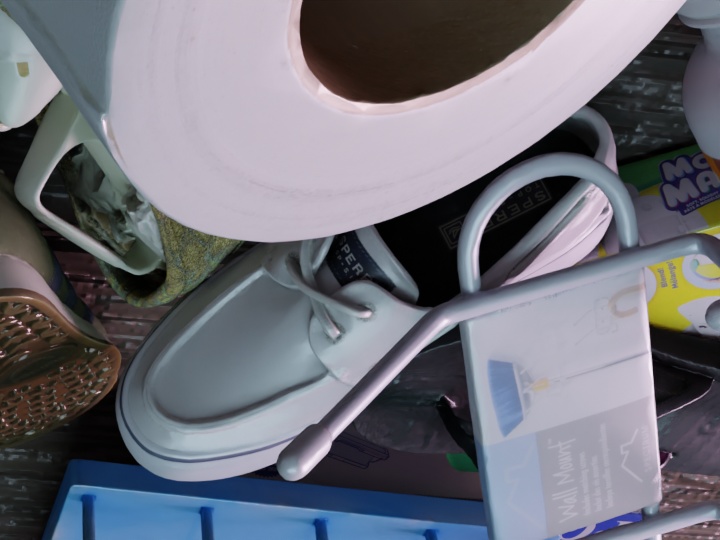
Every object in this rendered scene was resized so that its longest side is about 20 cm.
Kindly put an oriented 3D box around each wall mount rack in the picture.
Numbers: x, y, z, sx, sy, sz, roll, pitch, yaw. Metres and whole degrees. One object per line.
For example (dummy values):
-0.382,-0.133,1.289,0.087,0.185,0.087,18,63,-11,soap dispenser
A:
0.054,0.069,0.733,0.173,0.075,0.201,-17,121,-12,wall mount rack

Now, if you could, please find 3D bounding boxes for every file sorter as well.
-0.030,0.172,0.865,0.199,0.123,0.139,7,138,-17,file sorter

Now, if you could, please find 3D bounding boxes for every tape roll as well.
-0.008,-0.125,0.556,0.202,0.139,0.203,-28,151,-18,tape roll

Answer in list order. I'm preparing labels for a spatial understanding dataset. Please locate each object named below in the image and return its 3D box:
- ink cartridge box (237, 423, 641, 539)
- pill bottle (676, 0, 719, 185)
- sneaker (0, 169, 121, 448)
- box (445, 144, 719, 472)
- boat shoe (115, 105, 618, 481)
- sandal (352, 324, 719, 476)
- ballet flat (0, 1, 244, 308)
0.010,0.106,0.922,0.199,0.044,0.094,5,137,-15,ink cartridge box
0.174,-0.039,0.714,0.112,0.112,0.200,-26,108,17,pill bottle
-0.135,0.000,0.772,0.067,0.090,0.200,-25,167,-6,sneaker
0.116,0.012,0.841,0.199,0.048,0.118,-17,137,4,box
0.000,0.000,0.758,0.200,0.074,0.065,-35,164,-8,boat shoe
0.096,0.056,0.815,0.200,0.048,0.075,4,136,-14,sandal
-0.096,-0.056,0.711,0.070,0.071,0.200,-19,138,10,ballet flat
